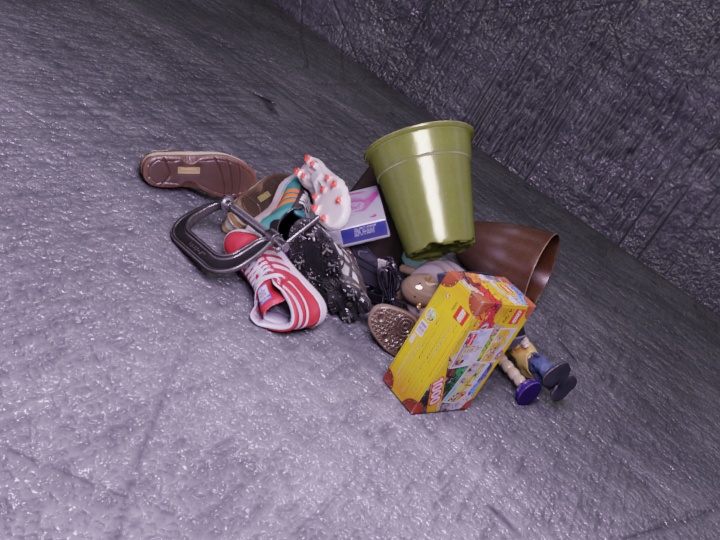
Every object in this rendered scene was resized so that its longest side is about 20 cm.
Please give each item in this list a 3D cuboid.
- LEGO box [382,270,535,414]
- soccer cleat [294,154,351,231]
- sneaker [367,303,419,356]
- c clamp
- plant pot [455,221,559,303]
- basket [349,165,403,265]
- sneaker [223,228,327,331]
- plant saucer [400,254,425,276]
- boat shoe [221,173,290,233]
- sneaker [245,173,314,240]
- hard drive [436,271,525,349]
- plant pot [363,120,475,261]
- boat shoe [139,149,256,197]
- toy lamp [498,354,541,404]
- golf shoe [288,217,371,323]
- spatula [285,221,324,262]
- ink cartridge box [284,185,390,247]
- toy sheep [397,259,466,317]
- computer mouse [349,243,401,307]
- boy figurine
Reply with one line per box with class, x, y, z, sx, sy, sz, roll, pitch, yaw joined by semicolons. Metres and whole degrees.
LEGO box;0.145;0.107;1.152;0.147;0.202;0.077;5;32;-48
soccer cleat;-0.045;-0.118;1.234;0.077;0.069;0.201;35;14;-35
sneaker;0.086;0.108;1.273;0.198;0.071;0.076;32;8;-22
c clamp;-0.182;-0.060;1.160;0.198;0.027;0.170;29;58;35
plant pot;0.322;-0.031;1.775;0.197;0.191;0.186;24;17;24
basket;0.048;-0.128;1.532;0.180;0.202;0.135;39;22;18
sneaker;-0.144;0.013;1.134;0.199;0.072;0.112;40;19;14
plant saucer;0.160;0.022;1.604;0.197;0.028;0.201;27;22;-12
boat shoe;-0.175;-0.112;1.350;0.072;0.076;0.199;56;32;2
sneaker;-0.110;-0.091;1.285;0.078;0.072;0.201;4;41;28
hard drive;0.210;0.066;1.323;0.198;0.042;0.138;8;66;-49
plant pot;0.118;-0.123;1.333;0.198;0.197;0.194;2;73;-52
boat shoe;-0.276;-0.173;1.333;0.199;0.076;0.075;8;15;-30
toy lamp;0.247;0.152;1.403;0.057;0.059;0.201;13;31;-40
golf shoe;-0.052;-0.012;1.229;0.095;0.076;0.202;-92;156;-54
spatula;-0.071;-0.060;1.254;0.020;0.057;0.201;10;43;32
ink cartridge box;-0.055;-0.095;1.377;0.192;0.044;0.201;-14;30;1
toy sheep;0.142;0.045;1.392;0.198;0.139;0.138;10;29;-46
computer mouse;0.000;0.000;1.337;0.052;0.141;0.200;-24;42;-19
boy figurine;0.312;0.161;1.429;0.125;0.064;0.200;55;-3;-28
